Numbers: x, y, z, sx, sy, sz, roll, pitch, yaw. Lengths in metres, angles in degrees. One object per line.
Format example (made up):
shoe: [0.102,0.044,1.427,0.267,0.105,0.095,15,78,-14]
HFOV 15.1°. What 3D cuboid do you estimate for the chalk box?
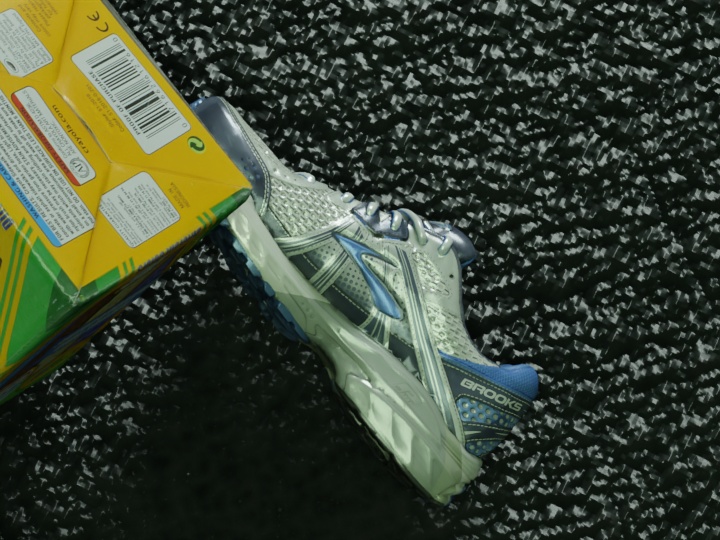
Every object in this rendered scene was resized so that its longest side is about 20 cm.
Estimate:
chalk box: [-0.167,-0.009,1.110,0.125,0.124,0.200,52,129,3]

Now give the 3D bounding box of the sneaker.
sneaker: [0.000,0.000,1.155,0.085,0.077,0.200,-38,95,-8]
